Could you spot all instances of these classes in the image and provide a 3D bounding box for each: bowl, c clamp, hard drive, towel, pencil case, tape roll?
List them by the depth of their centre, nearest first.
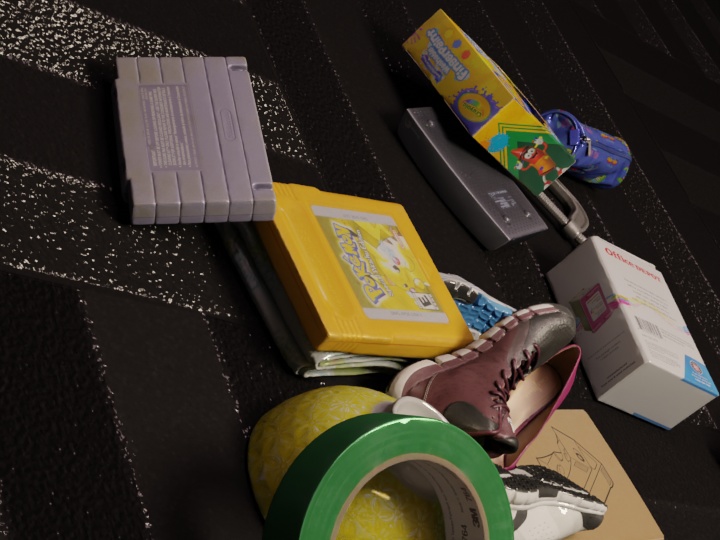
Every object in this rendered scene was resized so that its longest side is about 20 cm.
[{"bbox_3d":[0.023,0.204,1.032,0.200,0.048,0.201,0,90,-36],"label":"tape roll"},{"bbox_3d":[0.020,0.162,1.141,0.200,0.108,0.200,34,31,-24],"label":"bowl"},{"bbox_3d":[-0.037,0.011,1.322,0.171,0.048,0.200,5,49,-53],"label":"towel"},{"bbox_3d":[0.131,-0.111,1.721,0.200,0.042,0.135,53,28,12],"label":"hard drive"},{"bbox_3d":[0.242,-0.105,1.886,0.200,0.027,0.171,49,27,5],"label":"c clamp"},{"bbox_3d":[0.306,-0.166,1.976,0.200,0.087,0.078,13,85,-56],"label":"pencil case"}]

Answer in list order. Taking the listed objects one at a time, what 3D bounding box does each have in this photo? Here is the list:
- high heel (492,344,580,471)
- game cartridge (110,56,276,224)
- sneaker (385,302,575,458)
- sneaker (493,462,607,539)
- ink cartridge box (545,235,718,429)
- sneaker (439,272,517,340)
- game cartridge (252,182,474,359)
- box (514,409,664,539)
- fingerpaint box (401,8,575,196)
[{"bbox_3d":[0.140,0.137,1.329,0.067,0.096,0.200,38,40,1],"label":"high heel"},{"bbox_3d":[-0.153,-0.118,1.275,0.129,0.038,0.200,-5,47,-10],"label":"game cartridge"},{"bbox_3d":[0.131,0.113,1.290,0.116,0.200,0.076,50,-20,43],"label":"sneaker"},{"bbox_3d":[0.147,0.221,1.289,0.200,0.080,0.074,14,9,-46],"label":"sneaker"},{"bbox_3d":[0.322,0.073,1.708,0.144,0.085,0.200,24,37,-38],"label":"ink cartridge box"},{"bbox_3d":[0.114,0.044,1.473,0.200,0.075,0.087,36,6,-39],"label":"sneaker"},{"bbox_3d":[0.000,0.000,1.306,0.200,0.032,0.177,8,47,-49],"label":"game cartridge"},{"bbox_3d":[0.211,0.210,1.441,0.200,0.021,0.164,7,47,-50],"label":"box"},{"bbox_3d":[0.161,-0.211,1.790,0.167,0.073,0.200,35,17,-47],"label":"fingerpaint box"}]
